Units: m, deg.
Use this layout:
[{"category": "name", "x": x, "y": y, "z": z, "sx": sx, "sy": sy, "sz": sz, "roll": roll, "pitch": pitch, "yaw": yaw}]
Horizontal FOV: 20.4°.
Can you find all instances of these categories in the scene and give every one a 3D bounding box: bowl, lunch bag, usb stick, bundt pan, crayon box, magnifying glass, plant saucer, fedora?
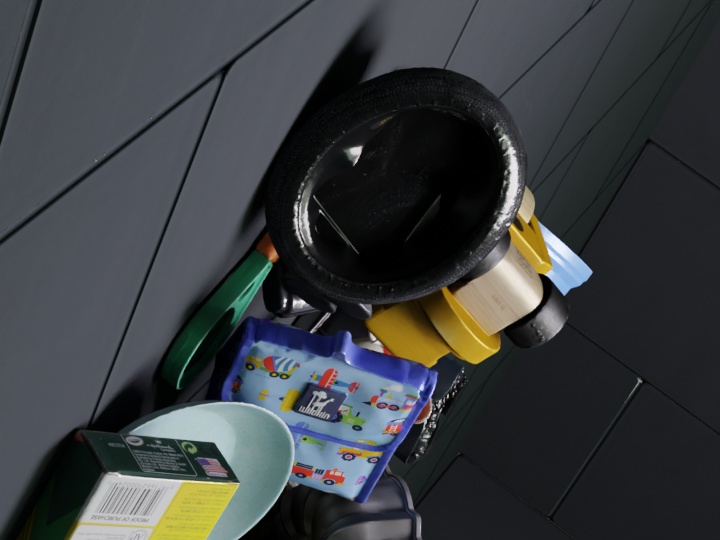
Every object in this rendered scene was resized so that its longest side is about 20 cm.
[{"category": "bowl", "x": 0.123, "y": -0.048, "z": 1.826, "sx": 0.039, "sy": 0.200, "sz": 0.201, "roll": -50, "pitch": 171, "yaw": 2}, {"category": "lunch bag", "x": -0.033, "y": 0.090, "z": 1.553, "sx": 0.200, "sy": 0.149, "sz": 0.095, "roll": 122, "pitch": -17, "yaw": -61}, {"category": "usb stick", "x": 0.000, "y": 0.000, "z": 1.651, "sx": 0.199, "sy": 0.032, "sz": 0.056, "roll": -10, "pitch": 100, "yaw": -43}, {"category": "bundt pan", "x": -0.022, "y": 0.260, "z": 1.685, "sx": 0.075, "sy": 0.203, "sz": 0.203, "roll": 4, "pitch": 134, "yaw": -27}, {"category": "crayon box", "x": -0.190, "y": 0.211, "z": 1.467, "sx": 0.126, "sy": 0.051, "sz": 0.201, "roll": 11, "pitch": 120, "yaw": -43}, {"category": "magnifying glass", "x": -0.086, "y": 0.007, "z": 1.534, "sx": 0.201, "sy": 0.022, "sz": 0.080, "roll": -55, "pitch": 171, "yaw": -5}, {"category": "plant saucer", "x": -0.147, "y": 0.159, "z": 1.527, "sx": 0.199, "sy": 0.039, "sz": 0.202, "roll": -20, "pitch": 142, "yaw": -16}, {"category": "fedora", "x": 0.022, "y": -0.075, "z": 1.479, "sx": 0.201, "sy": 0.199, "sz": 0.092, "roll": -59, "pitch": -158, "yaw": 24}]

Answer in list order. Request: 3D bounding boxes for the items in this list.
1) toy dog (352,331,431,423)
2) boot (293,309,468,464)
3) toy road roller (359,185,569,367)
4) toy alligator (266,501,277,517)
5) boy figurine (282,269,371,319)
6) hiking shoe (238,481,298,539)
[{"category": "toy dog", "x": 0.007, "y": 0.089, "z": 1.714, "sx": 0.200, "sy": 0.096, "sz": 0.132, "roll": -45, "pitch": 127, "yaw": -2}, {"category": "boot", "x": -0.015, "y": 0.131, "z": 1.865, "sx": 0.201, "sy": 0.168, "sz": 0.076, "roll": -53, "pitch": 171, "yaw": -7}, {"category": "toy road roller", "x": 0.071, "y": -0.008, "z": 1.636, "sx": 0.145, "sy": 0.123, "sz": 0.201, "roll": -32, "pitch": -147, "yaw": 18}, {"category": "toy alligator", "x": -0.141, "y": 0.177, "z": 1.681, "sx": 0.200, "sy": 0.054, "sz": 0.060, "roll": 35, "pitch": 47, "yaw": -52}, {"category": "boy figurine", "x": 0.020, "y": -0.059, "z": 1.575, "sx": 0.064, "sy": 0.124, "sz": 0.201, "roll": 43, "pitch": 67, "yaw": -42}, {"category": "hiking shoe", "x": -0.098, "y": 0.170, "z": 1.783, "sx": 0.100, "sy": 0.075, "sz": 0.202, "roll": 11, "pitch": 91, "yaw": -40}]
